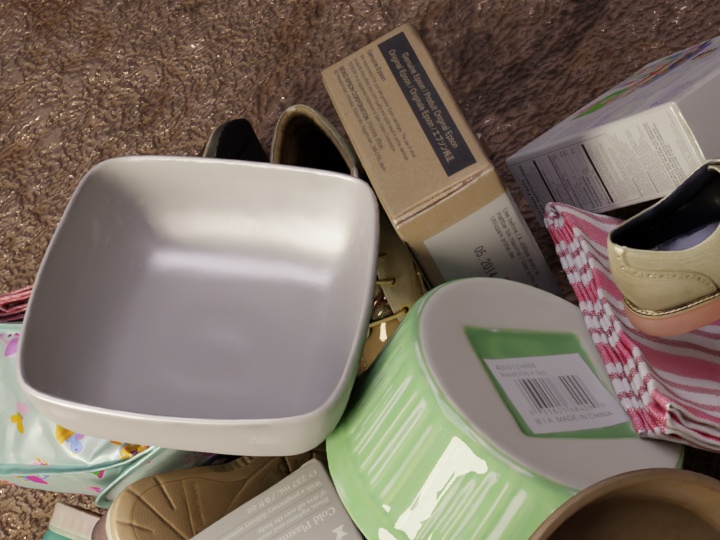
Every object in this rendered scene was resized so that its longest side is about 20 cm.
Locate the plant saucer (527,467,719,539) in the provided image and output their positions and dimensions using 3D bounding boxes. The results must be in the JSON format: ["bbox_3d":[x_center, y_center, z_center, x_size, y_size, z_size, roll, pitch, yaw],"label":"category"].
[{"bbox_3d":[0.148,0.203,0.890,0.200,0.200,0.029,-49,17,-15],"label":"plant saucer"}]

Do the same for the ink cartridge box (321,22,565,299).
[{"bbox_3d":[0.063,-0.036,1.118,0.075,0.200,0.165,-29,45,3],"label":"ink cartridge box"}]

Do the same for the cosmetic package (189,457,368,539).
[{"bbox_3d":[-0.016,0.219,0.963,0.106,0.090,0.200,-32,41,-2],"label":"cosmetic package"}]

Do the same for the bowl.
[{"bbox_3d":[-0.089,0.029,1.013,0.198,0.075,0.201,5,48,8],"label":"bowl"}]

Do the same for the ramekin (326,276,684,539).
[{"bbox_3d":[0.089,0.096,0.982,0.098,0.199,0.201,-60,32,34],"label":"ramekin"}]

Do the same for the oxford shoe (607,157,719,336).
[{"bbox_3d":[0.230,-0.037,0.947,0.199,0.074,0.071,-32,42,2],"label":"oxford shoe"}]

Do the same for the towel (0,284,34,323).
[{"bbox_3d":[-0.157,0.026,1.214,0.143,0.200,0.023,-17,76,17],"label":"towel"}]

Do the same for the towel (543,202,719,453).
[{"bbox_3d":[0.202,0.034,1.031,0.030,0.145,0.201,-60,32,34],"label":"towel"}]

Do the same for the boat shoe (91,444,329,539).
[{"bbox_3d":[-0.078,0.152,1.080,0.065,0.199,0.073,-19,79,53],"label":"boat shoe"}]

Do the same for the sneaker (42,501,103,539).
[{"bbox_3d":[-0.134,0.220,1.122,0.199,0.071,0.080,16,83,32],"label":"sneaker"}]

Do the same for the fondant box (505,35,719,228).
[{"bbox_3d":[0.204,-0.098,1.098,0.144,0.058,0.200,-34,9,-24],"label":"fondant box"}]

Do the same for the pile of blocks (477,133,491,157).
[{"bbox_3d":[0.000,-0.059,1.275,0.199,0.062,0.082,-33,44,1],"label":"pile of blocks"}]

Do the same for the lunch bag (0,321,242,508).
[{"bbox_3d":[-0.145,0.099,1.137,0.199,0.170,0.123,0,79,29],"label":"lunch bag"}]

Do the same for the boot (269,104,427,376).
[{"bbox_3d":[0.000,0.000,1.135,0.072,0.155,0.201,-21,66,7],"label":"boot"}]

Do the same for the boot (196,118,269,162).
[{"bbox_3d":[-0.150,-0.042,1.314,0.138,0.078,0.200,-23,19,21],"label":"boot"}]
